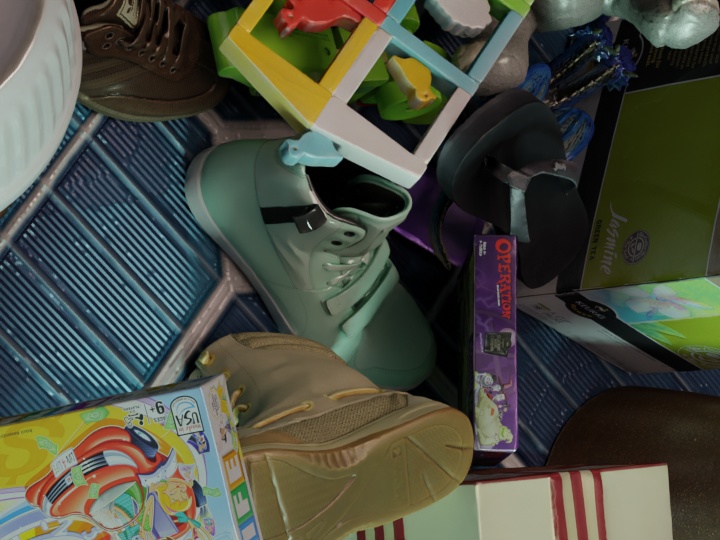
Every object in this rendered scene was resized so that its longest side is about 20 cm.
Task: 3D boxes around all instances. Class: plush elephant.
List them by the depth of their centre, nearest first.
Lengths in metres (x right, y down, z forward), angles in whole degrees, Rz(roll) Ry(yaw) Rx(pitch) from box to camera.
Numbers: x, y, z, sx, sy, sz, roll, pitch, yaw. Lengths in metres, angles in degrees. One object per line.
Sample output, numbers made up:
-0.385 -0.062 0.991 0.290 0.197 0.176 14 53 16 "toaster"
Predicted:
0.117 -0.226 1.451 0.200 0.164 0.155 -97 175 -54 "plush elephant"

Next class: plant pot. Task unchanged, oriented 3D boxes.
0.246 0.161 1.514 0.187 0.200 0.188 5 82 -40 "plant pot"

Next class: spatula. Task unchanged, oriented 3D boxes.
0.000 -0.071 1.446 0.200 0.021 0.057 36 57 -31 "spatula"

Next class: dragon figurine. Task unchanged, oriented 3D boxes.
0.100 -0.088 1.468 0.059 0.099 0.200 51 43 -12 "dragon figurine"

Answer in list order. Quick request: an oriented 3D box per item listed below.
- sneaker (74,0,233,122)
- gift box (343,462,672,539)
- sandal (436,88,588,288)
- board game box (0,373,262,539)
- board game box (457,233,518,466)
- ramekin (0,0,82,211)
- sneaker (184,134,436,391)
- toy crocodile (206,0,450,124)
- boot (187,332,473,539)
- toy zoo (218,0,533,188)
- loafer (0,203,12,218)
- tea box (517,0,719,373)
-0.137 -0.129 1.298 0.200 0.075 0.071 14 76 -38 "sneaker"
0.079 0.208 1.371 0.184 0.200 0.187 -2 88 -36 "gift box"
0.101 -0.044 1.391 0.076 0.043 0.200 -48 151 -2 "sandal"
-0.147 0.136 1.185 0.034 0.199 0.135 -29 106 -72 "board game box"
0.072 0.051 1.398 0.032 0.200 0.120 4 84 0 "board game box"
-0.229 -0.118 1.141 0.199 0.105 0.201 3 73 -10 "ramekin"
0.000 0.000 1.373 0.200 0.118 0.074 45 58 -28 "sneaker"
-0.014 -0.119 1.402 0.200 0.062 0.068 0 68 -47 "toy crocodile"
-0.061 0.093 1.293 0.200 0.155 0.073 -17 117 -30 "boot"
0.011 -0.137 1.330 0.131 0.020 0.200 37 65 -6 "toy zoo"
-0.235 -0.013 1.206 0.067 0.076 0.200 45 50 -25 "loafer"
0.222 -0.053 1.521 0.133 0.196 0.201 29 67 -35 "tea box"
